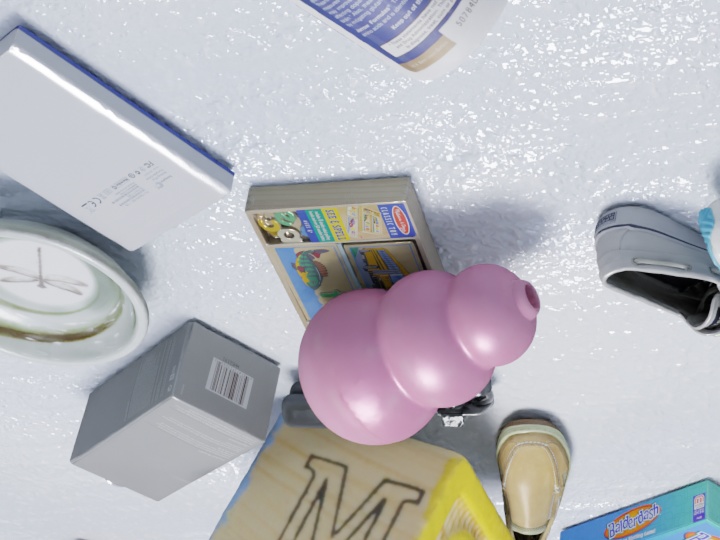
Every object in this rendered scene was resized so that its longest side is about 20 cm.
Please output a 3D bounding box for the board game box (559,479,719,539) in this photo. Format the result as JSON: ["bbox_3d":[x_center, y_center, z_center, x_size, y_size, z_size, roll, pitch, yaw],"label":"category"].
[{"bbox_3d":[0.325,0.287,1.513,0.152,0.045,0.200,32,140,-28],"label":"board game box"}]

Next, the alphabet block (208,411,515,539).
[{"bbox_3d":[0.001,0.268,1.386,0.199,0.197,0.196,13,153,34],"label":"alphabet block"}]

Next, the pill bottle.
[{"bbox_3d":[-0.014,-0.202,0.841,0.199,0.112,0.111,29,141,-26],"label":"pill bottle"}]

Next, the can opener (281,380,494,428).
[{"bbox_3d":[0.026,0.111,1.343,0.198,0.053,0.067,-5,109,18],"label":"can opener"}]

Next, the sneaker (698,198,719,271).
[{"bbox_3d":[0.332,-0.016,1.064,0.199,0.077,0.081,17,137,-21],"label":"sneaker"}]

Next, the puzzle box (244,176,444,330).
[{"bbox_3d":[0.000,0.000,1.201,0.132,0.026,0.200,-4,143,17],"label":"puzzle box"}]

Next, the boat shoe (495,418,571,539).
[{"bbox_3d":[0.166,0.217,1.424,0.071,0.077,0.201,2,144,12],"label":"boat shoe"}]

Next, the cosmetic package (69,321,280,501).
[{"bbox_3d":[-0.175,0.137,1.388,0.106,0.091,0.200,30,143,-27],"label":"cosmetic package"}]

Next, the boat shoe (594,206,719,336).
[{"bbox_3d":[0.266,0.016,1.122,0.199,0.066,0.072,23,143,-19],"label":"boat shoe"}]

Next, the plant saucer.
[{"bbox_3d":[-0.273,0.009,1.258,0.198,0.051,0.201,6,146,4],"label":"plant saucer"}]

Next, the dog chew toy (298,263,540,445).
[{"bbox_3d":[0.049,0.056,1.151,0.199,0.125,0.124,-26,133,28],"label":"dog chew toy"}]

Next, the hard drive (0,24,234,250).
[{"bbox_3d":[-0.212,-0.093,1.119,0.200,0.026,0.132,34,138,-31],"label":"hard drive"}]
